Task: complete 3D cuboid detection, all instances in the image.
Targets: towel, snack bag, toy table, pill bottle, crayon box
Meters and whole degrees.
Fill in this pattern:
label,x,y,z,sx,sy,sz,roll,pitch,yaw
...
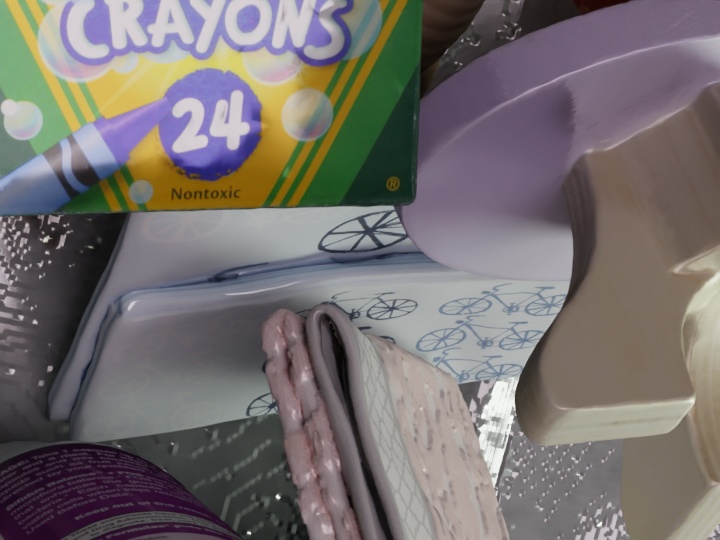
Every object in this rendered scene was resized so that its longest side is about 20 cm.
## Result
label,x,y,z,sx,sy,sz,roll,pitch,yaw
towel,0.028,0.117,0.897,0.032,0.191,0.201,-17,75,12
snack bag,0.000,0.000,0.927,0.188,0.200,0.021,-6,63,-21
toy table,0.115,-0.006,0.848,0.199,0.117,0.184,-11,148,-20
pill bottle,-0.087,0.120,0.893,0.112,0.200,0.113,-5,103,-20
crayon box,-0.046,-0.118,0.756,0.125,0.052,0.201,-2,103,-18

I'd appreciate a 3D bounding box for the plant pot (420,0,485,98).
label,x,y,z,sx,sy,sz,roll,pitch,yaw
plant pot,-0.001,-0.151,0.867,0.092,0.201,0.201,-19,112,23

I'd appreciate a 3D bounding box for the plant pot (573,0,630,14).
label,x,y,z,sx,sy,sz,roll,pitch,yaw
plant pot,0.186,-0.142,0.962,0.195,0.201,0.202,9,98,-15
